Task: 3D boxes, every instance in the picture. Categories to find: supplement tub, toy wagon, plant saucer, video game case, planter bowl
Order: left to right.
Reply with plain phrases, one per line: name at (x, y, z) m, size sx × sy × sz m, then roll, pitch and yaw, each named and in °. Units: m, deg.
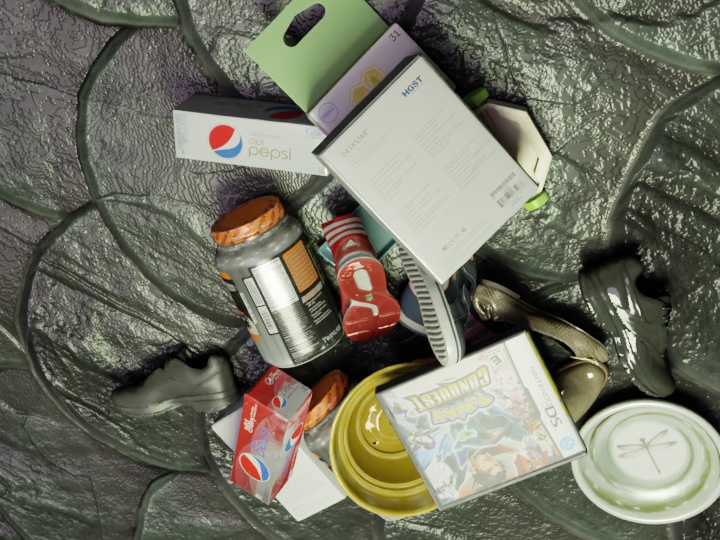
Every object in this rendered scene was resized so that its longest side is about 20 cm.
supplement tub at (-0.108, 0.013, 1.295) m, size 0.122 × 0.123 × 0.201 m, roll -15°, pitch 112°, yaw 22°
supplement tub at (0.008, 0.237, 1.385) m, size 0.200 × 0.123 × 0.122 m, roll 45°, pitch 120°, yaw -10°
plant saucer at (0.031, -0.069, 1.273) m, size 0.070 × 0.019 × 0.200 m, roll 40°, pitch 121°, yaw -8°
planter bowl at (0.050, 0.204, 1.283) m, size 0.199 × 0.083 × 0.202 m, roll -2°, pitch 100°, yaw -12°
toy wagon at (0.123, -0.117, 1.194) m, size 0.199 × 0.040 × 0.155 m, roll -29°, pitch 107°, yaw 19°
video game case at (0.145, 0.181, 1.209) m, size 0.199 × 0.026 × 0.181 m, roll -25°, pitch 106°, yaw 14°
plant saucer at (0.380, 0.243, 1.326) m, size 0.199 × 0.050 × 0.201 m, roll 7°, pitch 119°, yaw 13°

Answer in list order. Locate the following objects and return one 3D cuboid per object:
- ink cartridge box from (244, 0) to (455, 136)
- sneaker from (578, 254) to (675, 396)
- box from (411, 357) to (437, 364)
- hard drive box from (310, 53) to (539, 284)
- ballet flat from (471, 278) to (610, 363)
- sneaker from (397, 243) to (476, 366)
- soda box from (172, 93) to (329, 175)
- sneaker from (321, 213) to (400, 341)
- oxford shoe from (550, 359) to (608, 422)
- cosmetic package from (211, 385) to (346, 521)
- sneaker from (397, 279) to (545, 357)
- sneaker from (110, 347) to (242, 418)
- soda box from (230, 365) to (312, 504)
ink cartridge box at (-0.011, -0.229, 1.144) m, size 0.146 × 0.048 × 0.200 m, roll -46°, pitch 103°, yaw 0°
sneaker at (0.344, 0.069, 1.224) m, size 0.091 × 0.076 × 0.200 m, roll -28°, pitch 112°, yaw 16°
box at (0.167, 0.156, 1.289) m, size 0.199 × 0.042 × 0.119 m, roll -12°, pitch 133°, yaw 42°
hard drive box at (0.071, -0.112, 1.112) m, size 0.156 × 0.077 × 0.200 m, roll -44°, pitch 103°, yaw 0°
ballet flat at (0.223, 0.073, 1.250) m, size 0.199 × 0.067 × 0.047 m, roll 28°, pitch 81°, yaw -16°
sneaker at (0.106, 0.019, 1.203) m, size 0.079 × 0.201 × 0.079 m, roll -9°, pitch 145°, yaw -11°
soda box at (-0.125, -0.168, 1.233) m, size 0.199 × 0.068 × 0.064 m, roll 9°, pitch 119°, yaw 11°
sneaker at (0.000, 0.000, 1.277) m, size 0.078 × 0.116 × 0.200 m, roll -11°, pitch 147°, yaw -6°
oxford shoe at (0.254, 0.195, 1.321) m, size 0.070 × 0.075 × 0.200 m, roll 33°, pitch 121°, yaw -4°
cosmetic package at (-0.109, 0.259, 1.460) m, size 0.101 × 0.074 × 0.200 m, roll -32°, pitch 104°, yaw 28°
sneaker at (0.147, 0.059, 1.279) m, size 0.199 × 0.070 × 0.082 m, roll 17°, pitch 123°, yaw 4°
sneaker at (-0.272, 0.159, 1.459) m, size 0.199 × 0.076 × 0.091 m, roll -9°, pitch 106°, yaw 12°
soda box at (-0.120, 0.221, 1.334) m, size 0.070 × 0.063 × 0.201 m, roll 30°, pitch 135°, yaw 14°
